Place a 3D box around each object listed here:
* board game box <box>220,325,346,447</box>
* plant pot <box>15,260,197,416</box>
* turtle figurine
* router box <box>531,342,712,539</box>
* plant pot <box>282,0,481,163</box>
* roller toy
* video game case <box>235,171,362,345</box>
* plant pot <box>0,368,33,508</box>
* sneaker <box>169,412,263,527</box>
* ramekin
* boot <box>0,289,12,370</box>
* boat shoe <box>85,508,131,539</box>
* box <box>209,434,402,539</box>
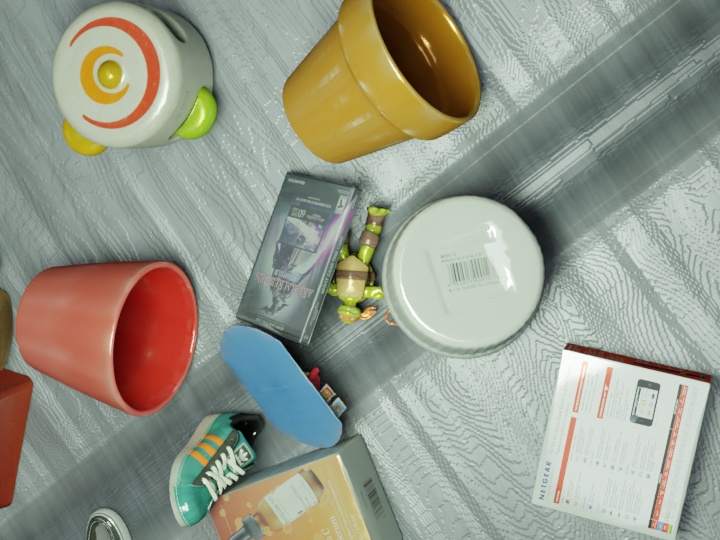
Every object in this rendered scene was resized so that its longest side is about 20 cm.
[{"bbox_3d":[-0.093,0.138,1.564,0.200,0.039,0.158,55,148,-14],"label":"board game box"},{"bbox_3d":[-0.339,0.077,1.599,0.176,0.200,0.202,8,99,24],"label":"plant pot"},{"bbox_3d":[0.000,0.000,1.545,0.199,0.064,0.162,6,92,15],"label":"turtle figurine"},{"bbox_3d":[0.315,0.206,1.481,0.178,0.049,0.201,13,100,15],"label":"router box"},{"bbox_3d":[0.012,-0.225,1.461,0.183,0.200,0.201,-29,88,34],"label":"plant pot"},{"bbox_3d":[-0.295,-0.248,1.565,0.199,0.140,0.184,-8,93,18],"label":"roller toy"},{"bbox_3d":[-0.079,-0.018,1.526,0.143,0.019,0.201,16,85,49],"label":"video game case"},{"bbox_3d":[-0.600,0.232,1.694,0.199,0.176,0.201,16,100,14],"label":"plant pot"},{"bbox_3d":[-0.181,0.245,1.560,0.079,0.200,0.072,-14,118,20],"label":"sneaker"},{"bbox_3d":[0.126,0.005,1.459,0.199,0.098,0.202,0,86,1],"label":"ramekin"},{"bbox_3d":[-0.573,0.041,1.726,0.145,0.070,0.201,1,95,23],"label":"boot"},{"bbox_3d":[-0.361,0.436,1.702,0.069,0.066,0.201,3,97,16],"label":"boat shoe"},{"bbox_3d":[-0.072,0.324,1.581,0.199,0.106,0.153,-23,90,18],"label":"box"}]
